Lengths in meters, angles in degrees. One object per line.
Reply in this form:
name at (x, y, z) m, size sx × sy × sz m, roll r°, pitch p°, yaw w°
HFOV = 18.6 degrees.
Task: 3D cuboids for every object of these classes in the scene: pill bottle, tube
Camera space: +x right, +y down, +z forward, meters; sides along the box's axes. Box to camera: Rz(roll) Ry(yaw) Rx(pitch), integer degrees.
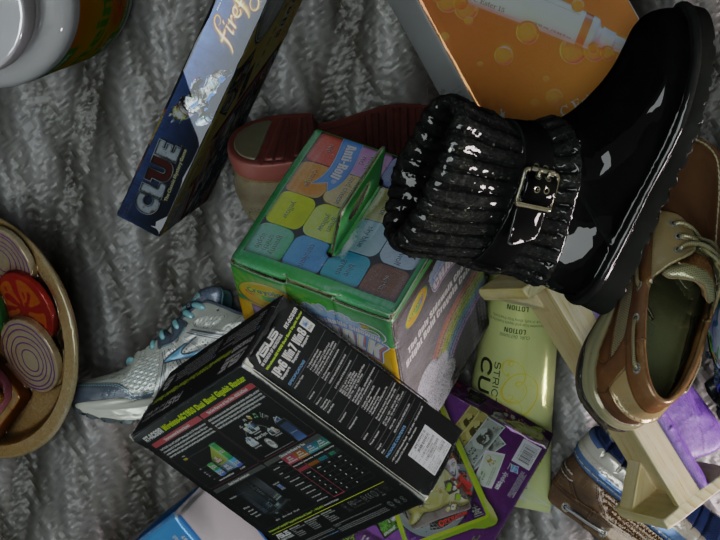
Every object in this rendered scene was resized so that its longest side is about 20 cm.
pill bottle at (-0.232, -0.182, 1.477) m, size 0.111 × 0.200 × 0.111 m, roll 2°, pitch 103°, yaw 10°
tube at (0.109, 0.074, 1.551) m, size 0.058 × 0.052 × 0.200 m, roll 30°, pitch 119°, yaw 50°

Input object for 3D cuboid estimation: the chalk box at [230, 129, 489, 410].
chalk box at (0.000, 0.000, 1.443) m, size 0.124 × 0.124 × 0.200 m, roll 20°, pitch 146°, yaw 22°

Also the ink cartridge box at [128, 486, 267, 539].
ink cartridge box at (-0.145, 0.270, 1.610) m, size 0.200 × 0.084 × 0.145 m, roll -38°, pitch 92°, yaw 23°

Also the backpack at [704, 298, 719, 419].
backpack at (0.316, 0.028, 1.422) m, size 0.183 × 0.200 × 0.147 m, roll 5°, pitch 83°, yaw 11°

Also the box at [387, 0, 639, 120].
box at (0.108, -0.156, 1.450) m, size 0.124 × 0.097 × 0.200 m, roll -30°, pitch 92°, yaw -6°

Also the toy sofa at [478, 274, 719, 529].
toy sofa at (0.177, 0.064, 1.463) m, size 0.098 × 0.083 × 0.200 m, roll -34°, pitch 99°, yaw -15°

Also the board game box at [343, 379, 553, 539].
board game box at (0.041, 0.168, 1.574) m, size 0.120 × 0.032 × 0.200 m, roll 28°, pitch 117°, yaw 0°

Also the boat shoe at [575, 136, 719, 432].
boat shoe at (0.200, 0.007, 1.393) m, size 0.076 × 0.074 × 0.200 m, roll 24°, pitch 69°, yaw -23°

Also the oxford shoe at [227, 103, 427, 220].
oxford shoe at (0.010, -0.068, 1.539) m, size 0.200 × 0.070 × 0.075 m, roll 1°, pitch 133°, yaw 6°

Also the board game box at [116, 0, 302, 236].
board game box at (-0.094, -0.129, 1.498) m, size 0.035 × 0.135 × 0.200 m, roll 27°, pitch 105°, yaw 4°

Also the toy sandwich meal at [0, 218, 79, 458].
toy sandwich meal at (-0.289, 0.054, 1.580) m, size 0.205 × 0.070 × 0.205 m, roll 10°, pitch 107°, yaw 33°

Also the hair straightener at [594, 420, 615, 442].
hair straightener at (0.184, 0.020, 1.525) m, size 0.077 × 0.041 × 0.200 m, roll -2°, pitch 96°, yaw 10°

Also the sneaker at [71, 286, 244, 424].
sneaker at (-0.115, 0.057, 1.583) m, size 0.200 × 0.078 × 0.086 m, roll -13°, pitch 90°, yaw 5°

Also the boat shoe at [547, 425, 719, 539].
boat shoe at (0.219, 0.199, 1.550) m, size 0.200 × 0.072 × 0.072 m, roll 43°, pitch 111°, yaw 9°

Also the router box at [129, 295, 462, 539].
router box at (-0.046, 0.108, 1.455) m, size 0.150 × 0.062 × 0.200 m, roll 37°, pitch 150°, yaw -12°

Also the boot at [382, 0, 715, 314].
boot at (0.117, -0.087, 1.348) m, size 0.158 × 0.079 × 0.211 m, roll 21°, pitch 90°, yaw -17°
